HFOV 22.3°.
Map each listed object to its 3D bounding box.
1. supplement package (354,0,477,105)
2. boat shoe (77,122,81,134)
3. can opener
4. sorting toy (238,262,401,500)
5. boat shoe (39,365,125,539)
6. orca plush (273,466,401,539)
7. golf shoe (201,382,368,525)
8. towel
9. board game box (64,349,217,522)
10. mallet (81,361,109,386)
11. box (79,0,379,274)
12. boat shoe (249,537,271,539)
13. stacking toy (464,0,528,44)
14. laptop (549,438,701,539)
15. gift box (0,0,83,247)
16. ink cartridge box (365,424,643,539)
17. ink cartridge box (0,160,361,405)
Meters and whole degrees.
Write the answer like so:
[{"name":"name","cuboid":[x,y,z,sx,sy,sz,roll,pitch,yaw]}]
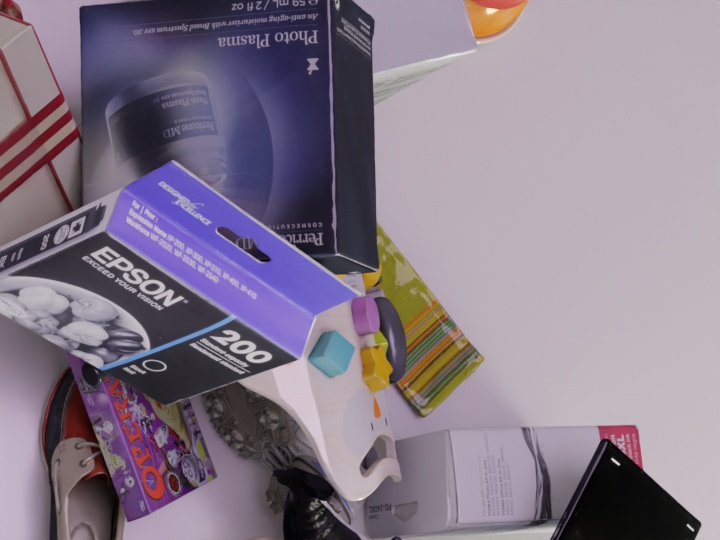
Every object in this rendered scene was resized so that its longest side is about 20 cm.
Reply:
[{"name":"supplement package","cuboid":[-0.037,-0.231,1.528,0.146,0.200,0.193,-17,88,-31]},{"name":"boat shoe","cuboid":[-0.190,-0.108,1.488,0.071,0.072,0.200,41,61,-11]},{"name":"can opener","cuboid":[0.000,0.000,1.568,0.052,0.066,0.201,-14,83,-42]},{"name":"sorting toy","cuboid":[-0.017,0.092,1.463,0.181,0.106,0.200,70,17,4]},{"name":"boat shoe","cuboid":[-0.212,0.168,1.427,0.071,0.062,0.202,10,74,-26]},{"name":"orca plush","cuboid":[-0.016,0.243,1.471,0.104,0.201,0.071,0,48,8]},{"name":"golf shoe","cuboid":[-0.061,0.125,1.530,0.201,0.078,0.097,61,38,-8]},{"name":"towel","cuboid":[0.025,0.028,1.616,0.086,0.018,0.200,-44,102,-30]},{"name":"board game box","cuboid":[-0.181,0.087,1.445,0.120,0.032,0.201,-21,91,-63]},{"name":"mallet","cuboid":[-0.167,0.034,1.443,0.200,0.041,0.066,-29,98,-62]},{"name":"box","cuboid":[-0.095,-0.096,1.353,0.198,0.123,0.200,-4,84,15]},{"name":"boat shoe","cuboid":[-0.144,0.271,1.423,0.199,0.071,0.063,-21,131,-34]},{"name":"stacking toy","cuboid":[0.136,-0.296,1.640,0.145,0.200,0.147,6,77,-29]},{"name":"laptop","cuboid":[0.161,0.249,1.531,0.187,0.115,0.201,40,74,-45]},{"name":"gift box","cuboid":[-0.320,-0.108,1.336,0.187,0.199,0.185,-44,144,-26]},{"name":"ink cartridge box","cuboid":[0.122,0.181,1.565,0.199,0.145,0.084,3,77,-30]},{"name":"ink cartridge box","cuboid":[-0.136,0.017,1.290,0.198,0.199,0.044,35,46,-37]}]
